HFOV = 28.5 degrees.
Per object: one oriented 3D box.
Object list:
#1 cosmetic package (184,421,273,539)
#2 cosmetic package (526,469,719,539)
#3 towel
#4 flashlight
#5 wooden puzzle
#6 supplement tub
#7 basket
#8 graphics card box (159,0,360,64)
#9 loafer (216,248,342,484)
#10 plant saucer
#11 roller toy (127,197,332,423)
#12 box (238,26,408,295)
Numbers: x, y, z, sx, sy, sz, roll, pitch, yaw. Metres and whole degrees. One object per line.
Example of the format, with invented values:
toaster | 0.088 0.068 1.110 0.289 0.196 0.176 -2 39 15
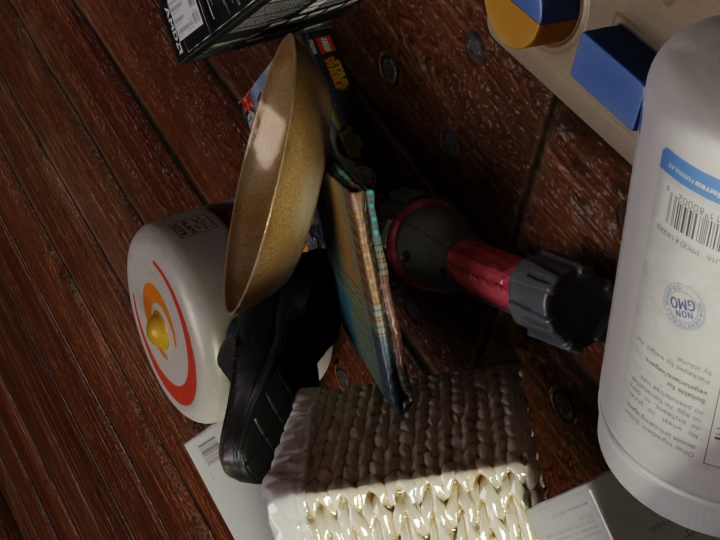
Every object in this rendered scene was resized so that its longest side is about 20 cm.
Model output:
cosmetic package | -0.081 0.254 1.345 0.200 0.052 0.151 56 175 30
cosmetic package | 0.185 0.193 0.749 0.201 0.113 0.081 65 155 12
towel | 0.000 0.000 0.939 0.200 0.022 0.147 -130 27 -75
flashlight | 0.076 -0.004 0.892 0.200 0.067 0.068 25 127 59
wooden puzzle | 0.124 -0.150 0.717 0.185 0.046 0.201 50 148 38
supplement tub | 0.176 0.002 0.612 0.132 0.132 0.201 46 146 43
basket | 0.043 0.180 0.888 0.200 0.160 0.199 -74 -28 -76
graphics card box | -0.044 -0.195 0.938 0.200 0.125 0.051 -16 94 66
loafer | -0.068 0.069 1.008 0.072 0.200 0.073 -6 130 24
plant saucer | -0.056 -0.063 0.989 0.200 0.035 0.201 -168 90 -78
roller toy | -0.123 0.032 1.240 0.201 0.139 0.182 67 155 11
box | -0.025 -0.067 1.088 0.137 0.040 0.201 -34 75 63
